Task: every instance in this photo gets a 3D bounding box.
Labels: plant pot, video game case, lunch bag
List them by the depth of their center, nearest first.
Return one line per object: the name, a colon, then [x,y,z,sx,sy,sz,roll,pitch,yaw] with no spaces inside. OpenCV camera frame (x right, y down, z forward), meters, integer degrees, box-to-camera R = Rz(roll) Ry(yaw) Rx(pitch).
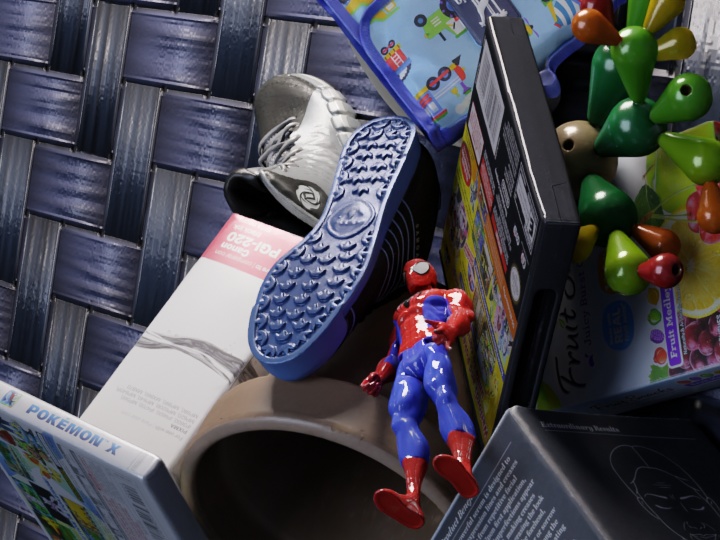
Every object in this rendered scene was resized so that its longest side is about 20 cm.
video game case: [0.084,-0.018,1.392,0.200,0.025,0.181,-100,16,-50]
plant pot: [0.014,0.099,1.492,0.200,0.200,0.175,-29,25,47]
lunch bag: [0.065,-0.175,1.513,0.151,0.094,0.200,-37,61,1]
video game case: [-0.160,0.155,1.529,0.182,0.200,0.022,21,60,37]

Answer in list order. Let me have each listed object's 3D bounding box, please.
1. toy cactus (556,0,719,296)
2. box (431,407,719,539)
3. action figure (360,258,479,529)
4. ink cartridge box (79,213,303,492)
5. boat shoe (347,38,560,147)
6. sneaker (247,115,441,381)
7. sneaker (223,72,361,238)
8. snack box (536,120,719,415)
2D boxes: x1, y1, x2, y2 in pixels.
toy cactus: [0.137,-0.072,1.364,0.165,0.102,0.200,-29,61,58]
box: [0.159,0.180,1.316,0.200,0.148,0.107,54,126,41]
action figure: [0.035,0.057,1.364,0.065,0.052,0.200,-37,26,24]
ink cartridge box: [-0.090,0.086,1.582,0.085,0.146,0.200,20,60,25]
boat shoe: [0.061,-0.126,1.584,0.063,0.073,0.200,-39,35,-11]
sneaker: [0.000,0.000,1.452,0.070,0.078,0.200,4,49,33]
sneaker: [-0.053,-0.074,1.659,0.075,0.115,0.200,-60,44,29]
snack box: [0.161,0.007,1.424,0.200,0.053,0.142,-20,68,50]
